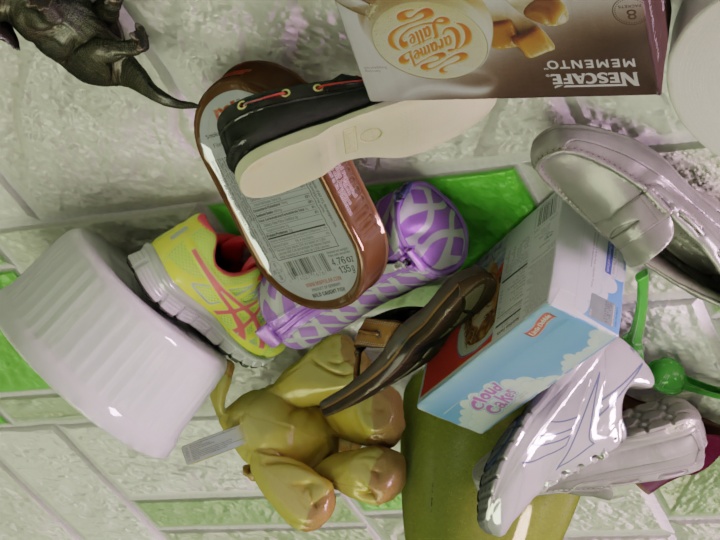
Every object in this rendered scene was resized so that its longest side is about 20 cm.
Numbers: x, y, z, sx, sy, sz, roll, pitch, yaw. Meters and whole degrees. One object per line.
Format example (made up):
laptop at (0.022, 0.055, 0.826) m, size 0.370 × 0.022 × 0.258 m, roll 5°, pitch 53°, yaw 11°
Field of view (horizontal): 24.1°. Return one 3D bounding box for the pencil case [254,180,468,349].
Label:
pencil case at (0.000, 0.000, 1.363) m, size 0.084 × 0.086 × 0.200 m, roll 40°, pitch 139°, yaw -19°

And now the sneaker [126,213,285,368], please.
sneaker at (-0.107, 0.015, 1.436) m, size 0.090 × 0.078 × 0.200 m, roll -43°, pitch 145°, yaw 7°

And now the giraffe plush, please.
giraffe plush at (-0.053, 0.163, 1.568) m, size 0.199 × 0.174 × 0.162 m, roll -4°, pitch 165°, yaw 5°

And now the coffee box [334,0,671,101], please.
coffee box at (0.093, -0.177, 1.090) m, size 0.199 × 0.080 × 0.115 m, roll 1°, pitch 143°, yaw 19°

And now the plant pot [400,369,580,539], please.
plant pot at (0.110, 0.214, 1.518) m, size 0.186 × 0.201 × 0.188 m, roll 10°, pitch 145°, yaw 7°

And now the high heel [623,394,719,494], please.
high heel at (0.237, 0.113, 1.474) m, size 0.096 × 0.068 × 0.200 m, roll -35°, pitch 124°, yaw 20°

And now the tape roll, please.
tape roll at (0.303, -0.134, 1.112) m, size 0.202 × 0.037 × 0.203 m, roll 10°, pitch 144°, yaw 7°

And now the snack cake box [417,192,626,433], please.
snack cake box at (0.128, 0.035, 1.338) m, size 0.067 × 0.116 × 0.200 m, roll 24°, pitch 144°, yaw -17°

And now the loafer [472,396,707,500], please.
loafer at (0.194, 0.165, 1.423) m, size 0.199 × 0.070 × 0.070 m, roll -13°, pitch 115°, yaw 5°

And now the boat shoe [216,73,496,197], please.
boat shoe at (-0.001, -0.111, 1.185) m, size 0.200 × 0.063 × 0.074 m, roll -17°, pitch 150°, yaw -13°

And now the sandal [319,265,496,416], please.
sandal at (0.030, 0.049, 1.344) m, size 0.055 × 0.082 × 0.200 m, roll 54°, pitch 133°, yaw 14°

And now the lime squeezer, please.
lime squeezer at (0.260, 0.071, 1.421) m, size 0.071 × 0.038 × 0.200 m, roll -39°, pitch 124°, yaw 12°

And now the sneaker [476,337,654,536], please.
sneaker at (0.164, 0.133, 1.357) m, size 0.087 × 0.200 × 0.075 m, roll 36°, pitch 170°, yaw 0°

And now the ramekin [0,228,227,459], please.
ramekin at (-0.206, 0.055, 1.427) m, size 0.098 × 0.200 × 0.200 m, roll -48°, pitch 122°, yaw 3°

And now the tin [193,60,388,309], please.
tin at (-0.053, -0.061, 1.273) m, size 0.112 × 0.042 × 0.201 m, roll -15°, pitch 110°, yaw 36°

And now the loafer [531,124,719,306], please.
loafer at (0.208, -0.039, 1.234) m, size 0.199 × 0.070 × 0.070 m, roll 28°, pitch 143°, yaw -18°

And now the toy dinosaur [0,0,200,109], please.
toy dinosaur at (-0.205, -0.175, 1.227) m, size 0.199 × 0.077 × 0.102 m, roll 22°, pitch 157°, yaw -18°
